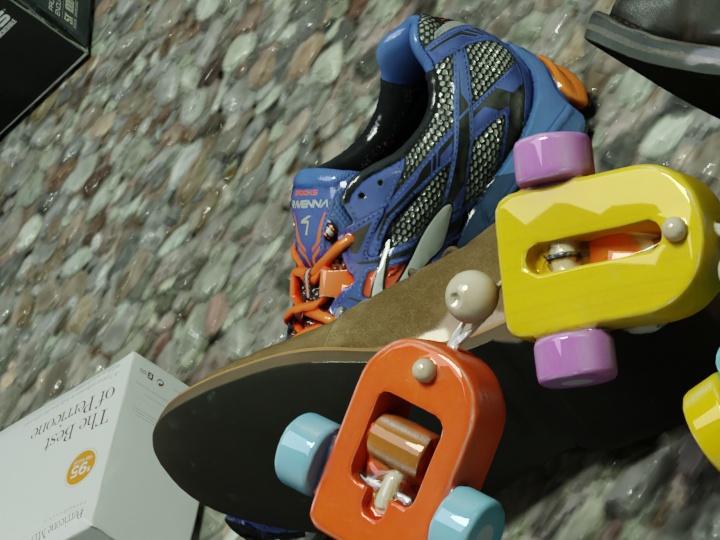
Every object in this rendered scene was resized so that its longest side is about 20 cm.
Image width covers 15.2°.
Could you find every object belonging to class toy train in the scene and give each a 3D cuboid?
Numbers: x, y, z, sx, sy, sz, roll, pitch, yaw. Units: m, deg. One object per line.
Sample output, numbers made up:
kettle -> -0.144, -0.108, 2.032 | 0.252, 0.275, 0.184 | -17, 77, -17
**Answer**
toy train -> 0.079, 0.047, 0.737 | 0.199, 0.055, 0.151 | 19, 94, 32

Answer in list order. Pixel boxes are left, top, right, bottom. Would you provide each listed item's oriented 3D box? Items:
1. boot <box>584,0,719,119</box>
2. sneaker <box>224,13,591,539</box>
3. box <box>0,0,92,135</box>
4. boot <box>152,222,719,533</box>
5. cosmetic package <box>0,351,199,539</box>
boot -> 0.159, -0.122, 0.715 | 0.199, 0.069, 0.175 | 5, 76, 44
sneaker -> 0.000, 0.000, 0.919 | 0.075, 0.078, 0.201 | 0, 60, 58
box -> -0.219, -0.148, 1.403 | 0.163, 0.086, 0.201 | -38, 33, 28
boot -> 0.027, 0.027, 0.846 | 0.199, 0.074, 0.076 | -17, 36, 23
cosmetic package -> -0.141, 0.110, 1.049 | 0.199, 0.051, 0.083 | -31, 38, 38
